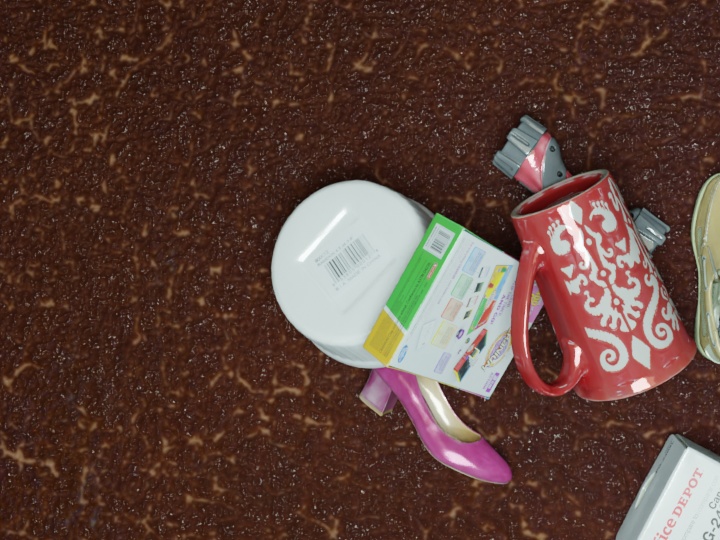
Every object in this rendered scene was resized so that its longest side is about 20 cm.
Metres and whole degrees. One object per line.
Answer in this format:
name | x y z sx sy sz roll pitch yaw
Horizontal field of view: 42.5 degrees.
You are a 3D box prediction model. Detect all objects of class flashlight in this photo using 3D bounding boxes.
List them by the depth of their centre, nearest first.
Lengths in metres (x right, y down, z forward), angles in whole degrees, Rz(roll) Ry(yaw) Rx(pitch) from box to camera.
flashlight | 0.240 -0.086 1.003 0.199 0.068 0.068 36 55 7

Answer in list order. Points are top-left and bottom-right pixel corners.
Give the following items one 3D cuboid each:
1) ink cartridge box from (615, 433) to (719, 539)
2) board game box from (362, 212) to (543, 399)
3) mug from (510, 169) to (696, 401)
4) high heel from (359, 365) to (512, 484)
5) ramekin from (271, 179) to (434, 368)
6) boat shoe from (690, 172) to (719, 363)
ink cartridge box | 0.385 0.283 0.956 0.199 0.083 0.146 27 95 9
board game box | 0.108 0.044 0.962 0.040 0.199 0.154 34 96 41
mug | 0.229 0.020 0.923 0.133 0.177 0.202 -16 104 41
high heel | 0.096 0.150 1.028 0.199 0.067 0.097 34 107 23
ramekin | 0.000 0.000 1.008 0.198 0.098 0.203 -5 76 20
boat shoe | 0.386 -0.004 0.963 0.071 0.076 0.203 -2 89 12
